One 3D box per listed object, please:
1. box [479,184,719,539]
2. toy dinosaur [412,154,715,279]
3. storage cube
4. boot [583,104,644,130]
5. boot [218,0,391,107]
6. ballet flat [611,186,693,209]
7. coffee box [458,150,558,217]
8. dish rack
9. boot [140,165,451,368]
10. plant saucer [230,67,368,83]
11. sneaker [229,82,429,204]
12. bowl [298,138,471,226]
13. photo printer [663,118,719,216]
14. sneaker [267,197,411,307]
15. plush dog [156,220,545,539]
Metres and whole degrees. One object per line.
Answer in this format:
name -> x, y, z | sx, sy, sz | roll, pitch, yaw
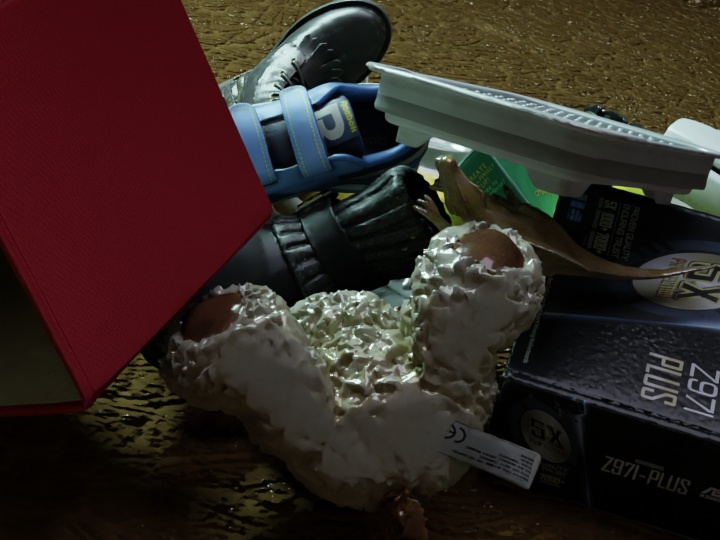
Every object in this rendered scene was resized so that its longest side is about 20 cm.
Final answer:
box -> 0.176, 0.050, 0.870 | 0.164, 0.086, 0.200 | 17, 42, 8
toy dinosaur -> 0.099, -0.013, 0.812 | 0.200, 0.058, 0.101 | 19, 3, -35
storage cube -> -0.180, -0.047, 0.707 | 0.171, 0.200, 0.180 | -8, 27, 34
boot -> 0.190, -0.073, 1.186 | 0.068, 0.131, 0.200 | 7, 10, -11
boot -> -0.055, -0.113, 1.031 | 0.069, 0.200, 0.174 | 53, 8, -19
ballet flat -> 0.241, 0.013, 0.995 | 0.200, 0.067, 0.067 | 54, 34, 14
coffee box -> 0.163, -0.011, 1.042 | 0.123, 0.044, 0.200 | -16, 65, -52
dish rack -> 0.111, -0.078, 0.860 | 0.171, 0.044, 0.200 | 21, 12, 34
boot -> -0.036, -0.006, 0.858 | 0.158, 0.080, 0.211 | -14, 4, 19
plant saucer -> -0.081, -0.109, 1.158 | 0.200, 0.032, 0.200 | -19, 31, 12
sneaker -> -0.045, -0.080, 0.901 | 0.200, 0.074, 0.082 | -14, -10, -21
bowl -> 0.046, -0.056, 1.117 | 0.200, 0.108, 0.200 | 11, 21, -4
photo printer -> 0.306, -0.039, 1.139 | 0.166, 0.069, 0.200 | 38, -1, 20
sneaker -> 0.000, 0.000, 0.984 | 0.200, 0.081, 0.076 | 22, 21, 18
plush dog -> 0.001, 0.062, 0.772 | 0.200, 0.161, 0.172 | -15, 11, -5
